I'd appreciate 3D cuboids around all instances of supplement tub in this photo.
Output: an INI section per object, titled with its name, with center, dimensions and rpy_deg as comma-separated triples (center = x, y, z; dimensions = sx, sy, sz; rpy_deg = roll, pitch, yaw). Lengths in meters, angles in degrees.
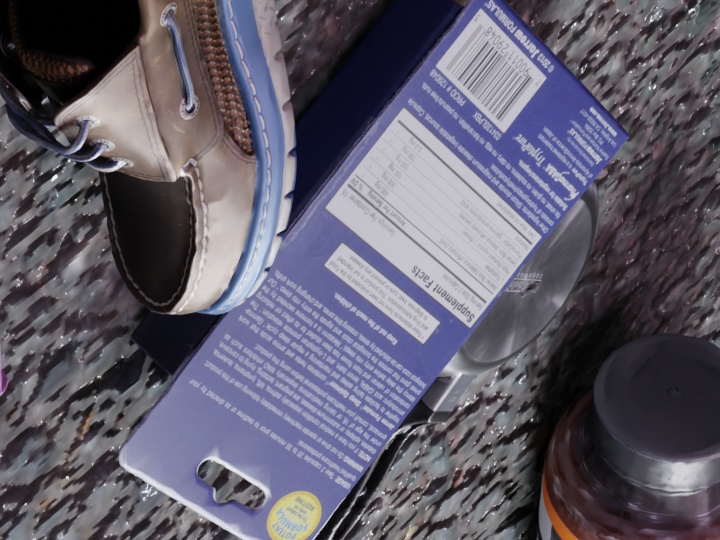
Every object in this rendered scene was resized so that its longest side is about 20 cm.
[supplement tub]
center = 0.131, 0.119, 1.134
dimensions = 0.107, 0.107, 0.201
rpy_deg = -34, 146, -28

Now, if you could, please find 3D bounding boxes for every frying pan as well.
[frying pan]
center = 0.031, 0.026, 0.972
dimensions = 0.190, 0.031, 0.115
rpy_deg = -52, 150, -5

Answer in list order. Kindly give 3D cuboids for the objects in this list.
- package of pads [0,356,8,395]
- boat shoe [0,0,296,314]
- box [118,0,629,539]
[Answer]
[package of pads]
center = -0.180, 0.022, 0.616
dimensions = 0.199, 0.076, 0.121
rpy_deg = -33, 145, -30
[boat shoe]
center = -0.066, -0.066, 0.695
dimensions = 0.072, 0.072, 0.201
rpy_deg = -25, 132, -31
[box]
center = 0.000, 0.000, 0.874
dimensions = 0.200, 0.032, 0.121
rpy_deg = -53, 142, -1
